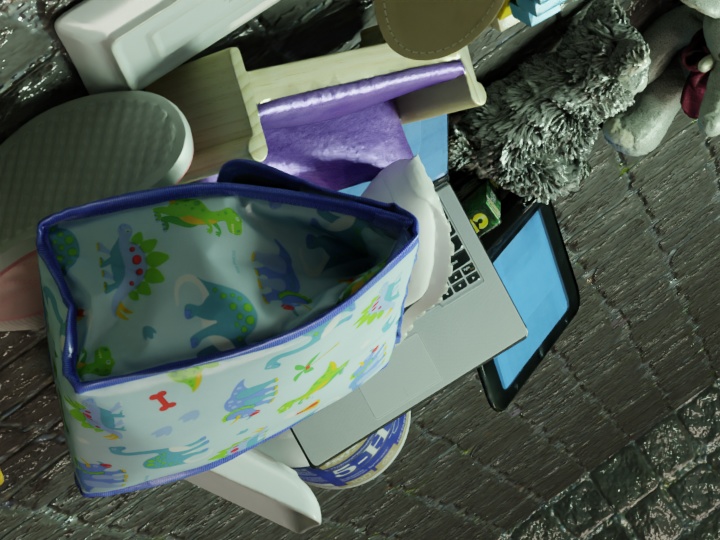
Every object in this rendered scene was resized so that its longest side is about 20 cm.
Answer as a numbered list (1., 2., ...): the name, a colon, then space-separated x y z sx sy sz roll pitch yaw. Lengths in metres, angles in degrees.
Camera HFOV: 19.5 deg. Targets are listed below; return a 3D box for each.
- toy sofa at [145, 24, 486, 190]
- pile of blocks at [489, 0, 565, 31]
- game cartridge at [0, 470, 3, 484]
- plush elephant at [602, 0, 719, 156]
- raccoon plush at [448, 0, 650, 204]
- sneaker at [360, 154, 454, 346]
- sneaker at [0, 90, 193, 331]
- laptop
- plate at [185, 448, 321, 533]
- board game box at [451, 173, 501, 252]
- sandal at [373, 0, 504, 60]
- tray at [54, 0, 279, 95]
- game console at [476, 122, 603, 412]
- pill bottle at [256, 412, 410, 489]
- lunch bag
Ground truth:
1. toy sofa: -0.021 -0.089 1.222 0.199 0.098 0.083 -17 -176 -44
2. pile of blocks: 0.087 -0.182 1.243 0.062 0.082 0.200 -30 163 -16
3. game cartridge: -0.314 0.143 1.332 0.176 0.033 0.200 -31 162 -15
4. plush elephant: 0.287 -0.157 1.584 0.155 0.164 0.201 -22 135 -77
5. raccoon plush: 0.122 -0.118 1.489 0.199 0.097 0.134 -21 151 -40
6. sneaker: 0.000 0.000 1.301 0.080 0.077 0.200 -8 152 -19
7. sneaker: -0.169 -0.029 1.179 0.199 0.076 0.105 -30 160 11
8. laptop: 0.011 0.002 1.407 0.187 0.201 0.116 -30 -174 -15
9. plate: -0.119 0.132 1.519 0.032 0.199 0.200 -63 -179 -11
10. board game box: 0.061 -0.030 1.591 0.104 0.024 0.200 -34 -173 10
11. sandal: 0.047 -0.213 1.115 0.077 0.070 0.213 2 138 -1
12. tray: -0.066 -0.158 1.120 0.199 0.022 0.107 -34 163 -5
13. game console: 0.154 -0.015 1.681 0.176 0.116 0.200 -47 180 37
14. pill bottle: -0.039 0.092 1.561 0.119 0.120 0.200 -36 161 4
15. lunch bag: -0.070 0.027 1.139 0.198 0.128 0.170 -10 158 -9
